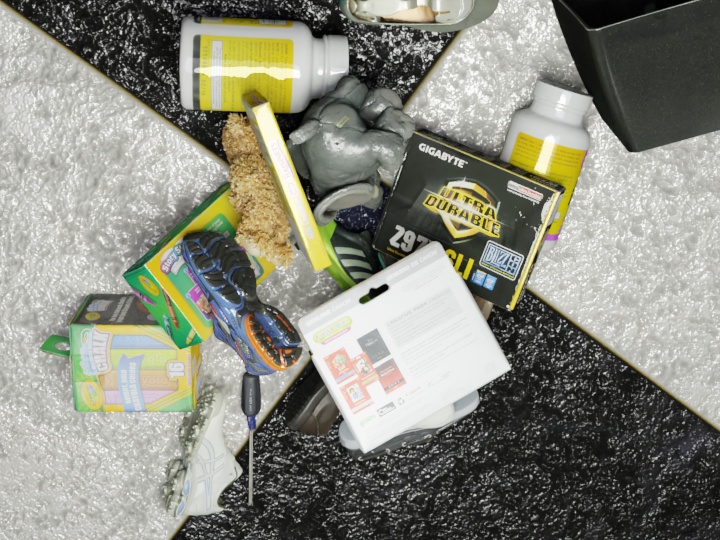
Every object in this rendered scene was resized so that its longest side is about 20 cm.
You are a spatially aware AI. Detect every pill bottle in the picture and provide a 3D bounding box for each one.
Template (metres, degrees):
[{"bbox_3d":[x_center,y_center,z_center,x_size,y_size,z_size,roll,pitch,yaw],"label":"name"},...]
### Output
[{"bbox_3d":[0.226,-0.133,1.355,0.104,0.104,0.201,14,106,-6],"label":"pill bottle"},{"bbox_3d":[-0.116,-0.247,1.302,0.199,0.111,0.112,1,107,-6],"label":"pill bottle"}]

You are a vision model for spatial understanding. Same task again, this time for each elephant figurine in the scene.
[{"bbox_3d":[-0.024,-0.120,1.291,0.154,0.142,0.200,20,140,-9],"label":"elephant figurine"}]

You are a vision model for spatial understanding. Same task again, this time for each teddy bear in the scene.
[{"bbox_3d":[-0.117,-0.098,1.317,0.067,0.201,0.145,-20,143,24],"label":"teddy bear"}]

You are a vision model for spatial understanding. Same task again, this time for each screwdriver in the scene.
[{"bbox_3d":[-0.149,0.235,1.496,0.029,0.028,0.201,-13,112,-28],"label":"screwdriver"}]

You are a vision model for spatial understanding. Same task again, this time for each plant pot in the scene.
[{"bbox_3d":[0.355,-0.257,1.285,0.199,0.200,0.178,-14,118,2],"label":"plant pot"}]

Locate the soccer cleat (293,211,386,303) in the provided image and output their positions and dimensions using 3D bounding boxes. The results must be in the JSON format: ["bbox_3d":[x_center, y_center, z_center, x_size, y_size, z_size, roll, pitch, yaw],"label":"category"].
[{"bbox_3d":[0.000,0.000,1.386,0.081,0.068,0.200,-40,89,-24],"label":"soccer cleat"}]

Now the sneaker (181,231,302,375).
[{"bbox_3d":[-0.154,0.043,1.262,0.078,0.075,0.201,-40,79,42],"label":"sneaker"}]

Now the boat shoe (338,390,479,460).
[{"bbox_3d":[0.071,0.213,1.479,0.199,0.070,0.066,-21,130,-2],"label":"boat shoe"}]

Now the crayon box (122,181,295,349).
[{"bbox_3d":[-0.184,-0.012,1.336,0.058,0.200,0.119,-18,113,48],"label":"crayon box"}]

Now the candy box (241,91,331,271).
[{"bbox_3d":[-0.086,-0.104,1.239,0.026,0.102,0.201,-22,110,-4],"label":"candy box"}]

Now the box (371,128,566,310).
[{"bbox_3d":[0.131,-0.064,1.325,0.199,0.049,0.160,26,110,17],"label":"box"}]

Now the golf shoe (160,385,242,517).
[{"bbox_3d":[-0.205,0.250,1.485,0.097,0.078,0.201,12,113,-23],"label":"golf shoe"}]

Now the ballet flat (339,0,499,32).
[{"bbox_3d":[0.074,-0.323,1.313,0.199,0.064,0.068,-1,107,-2],"label":"ballet flat"}]

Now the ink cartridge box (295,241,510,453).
[{"bbox_3d":[0.046,0.086,1.274,0.199,0.084,0.176,-28,93,-4],"label":"ink cartridge box"}]

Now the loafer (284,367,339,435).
[{"bbox_3d":[-0.021,0.143,1.454,0.071,0.073,0.200,34,104,-24],"label":"loafer"}]

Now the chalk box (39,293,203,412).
[{"bbox_3d":[-0.310,0.107,1.400,0.199,0.124,0.125,0,107,-1],"label":"chalk box"}]

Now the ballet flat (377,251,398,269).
[{"bbox_3d":[0.085,0.048,1.390,0.068,0.068,0.201,-23,80,12],"label":"ballet flat"}]

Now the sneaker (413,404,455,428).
[{"bbox_3d":[0.039,0.162,1.376,0.199,0.100,0.075,26,99,-21],"label":"sneaker"}]

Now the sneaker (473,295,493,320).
[{"bbox_3d":[0.128,0.054,1.427,0.075,0.070,0.201,20,104,-2],"label":"sneaker"}]
